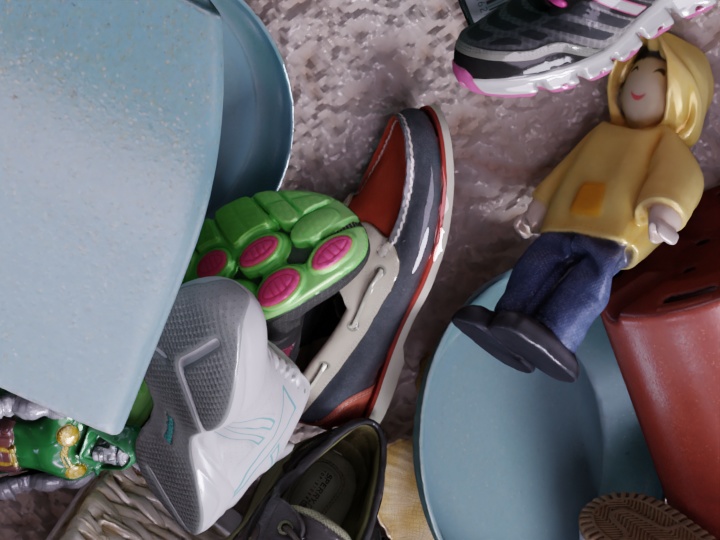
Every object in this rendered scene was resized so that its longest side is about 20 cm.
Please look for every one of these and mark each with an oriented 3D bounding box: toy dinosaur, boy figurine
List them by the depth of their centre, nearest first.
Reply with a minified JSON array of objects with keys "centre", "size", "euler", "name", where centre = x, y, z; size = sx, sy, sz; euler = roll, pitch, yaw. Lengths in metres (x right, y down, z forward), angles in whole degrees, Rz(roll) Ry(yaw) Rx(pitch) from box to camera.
[{"centre":[0.133,-0.038,1.472],"size":[0.064,0.124,0.201],"euler":[37,78,-30],"name":"boy figurine"},{"centre":[0.043,0.140,1.555],"size":[0.101,0.058,0.201],"euler":[23,68,-34],"name":"toy dinosaur"}]

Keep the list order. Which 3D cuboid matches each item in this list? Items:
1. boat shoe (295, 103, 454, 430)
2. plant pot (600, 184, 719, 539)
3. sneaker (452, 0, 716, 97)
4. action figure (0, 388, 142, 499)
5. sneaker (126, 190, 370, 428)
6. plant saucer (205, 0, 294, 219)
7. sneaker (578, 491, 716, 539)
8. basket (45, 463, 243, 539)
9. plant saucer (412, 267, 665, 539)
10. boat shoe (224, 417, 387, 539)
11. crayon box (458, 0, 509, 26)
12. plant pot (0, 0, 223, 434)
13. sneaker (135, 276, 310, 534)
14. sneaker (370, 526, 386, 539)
[{"centre":[0.000,0.000,1.502],"size":[0.062,0.071,0.201],"euler":[7,121,-18],"name":"boat shoe"},{"centre":[0.231,0.064,1.519],"size":[0.200,0.201,0.196],"euler":[-26,110,3],"name":"plant pot"},{"centre":[0.127,-0.160,1.387],"size":[0.199,0.074,0.088],"euler":[-28,119,-2],"name":"sneaker"},{"centre":[-0.210,0.090,1.483],"size":[0.198,0.055,0.119],"euler":[-1,130,12],"name":"action figure"},{"centre":[-0.063,0.023,1.480],"size":[0.083,0.077,0.200],"euler":[13,141,-44],"name":"sneaker"},{"centre":[-0.134,-0.078,1.461],"size":[0.198,0.027,0.202],"euler":[-4,117,-8],"name":"plant saucer"},{"centre":[0.185,0.209,1.462],"size":[0.070,0.200,0.109],"euler":[-19,126,-25],"name":"sneaker"},{"centre":[-0.101,0.216,1.508],"size":[0.199,0.123,0.136],"euler":[36,119,0],"name":"basket"},{"centre":[0.093,0.097,1.535],"size":[0.199,0.036,0.202],"euler":[5,82,-42],"name":"plant saucer"},{"centre":[-0.034,0.148,1.460],"size":[0.072,0.201,0.066],"euler":[35,128,-8],"name":"boat shoe"},{"centre":[0.133,-0.200,1.437],"size":[0.199,0.051,0.128],"euler":[-23,118,2],"name":"crayon box"},{"centre":[-0.168,-0.075,1.339],"size":[0.195,0.196,0.201],"euler":[25,102,-21],"name":"plant pot"},{"centre":[-0.066,0.055,1.398],"size":[0.080,0.071,0.201],"euler":[-32,158,-24],"name":"sneaker"},{"centre":[-0.005,0.174,1.584],"size":[0.198,0.067,0.091],"euler":[-2,126,-7],"name":"sneaker"}]
